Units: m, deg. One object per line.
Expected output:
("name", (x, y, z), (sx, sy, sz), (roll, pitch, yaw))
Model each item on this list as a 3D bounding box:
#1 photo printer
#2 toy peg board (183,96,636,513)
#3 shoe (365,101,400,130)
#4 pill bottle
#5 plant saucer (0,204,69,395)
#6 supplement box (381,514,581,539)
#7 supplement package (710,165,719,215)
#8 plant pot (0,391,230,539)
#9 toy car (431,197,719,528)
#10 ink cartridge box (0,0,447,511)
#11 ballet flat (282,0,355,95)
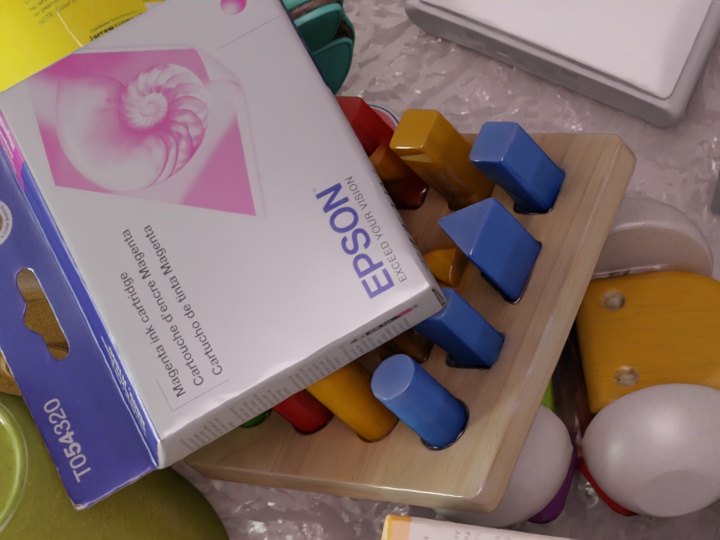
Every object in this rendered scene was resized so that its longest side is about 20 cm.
("photo printer", (0.138, -0.200, 1.413), (0.166, 0.069, 0.200), (24, 82, 9))
("toy peg board", (0.000, 0.000, 1.252), (0.199, 0.098, 0.200), (3, 61, 43))
("shoe", (-0.064, -0.035, 1.386), (0.200, 0.091, 0.072), (-29, 77, -1))
("pill bottle", (-0.173, -0.151, 1.409), (0.112, 0.112, 0.200), (-34, 77, -2))
("plant saucer", (-0.164, 0.034, 1.325), (0.199, 0.200, 0.036), (-6, 59, 4))
("supplement box", (0.106, 0.168, 1.207), (0.199, 0.126, 0.074), (7, 80, 4))
("supplement package", (0.280, -0.089, 1.310), (0.151, 0.200, 0.151), (24, 81, 9))
("plant pot", (-0.175, 0.139, 1.283), (0.186, 0.200, 0.188), (-5, 63, 11))
("toy car", (0.105, 0.066, 1.326), (0.199, 0.150, 0.175), (-4, 50, 0))
("ink cartridge box", (-0.091, -0.020, 1.203), (0.200, 0.043, 0.197), (-29, 70, 1))
("ballet flat", (-0.040, -0.135, 1.349), (0.067, 0.200, 0.071), (-25, 80, -7))
